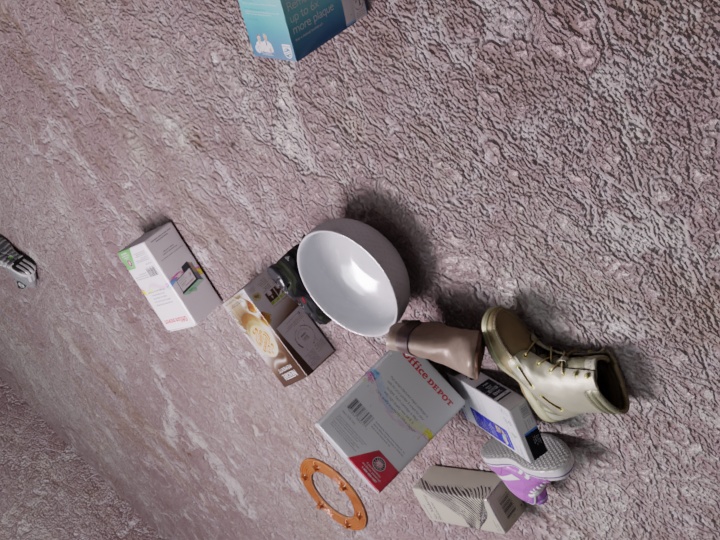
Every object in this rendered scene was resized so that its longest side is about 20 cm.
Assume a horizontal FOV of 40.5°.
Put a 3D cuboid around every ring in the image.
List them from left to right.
[{"bbox_3d":[-0.065,0.504,2.179,0.199,0.019,0.203,31,143,26],"label":"ring"}]

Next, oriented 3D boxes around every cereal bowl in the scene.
[{"bbox_3d":[0.000,0.000,1.528,0.198,0.083,0.202,28,141,25],"label":"cereal bowl"}]

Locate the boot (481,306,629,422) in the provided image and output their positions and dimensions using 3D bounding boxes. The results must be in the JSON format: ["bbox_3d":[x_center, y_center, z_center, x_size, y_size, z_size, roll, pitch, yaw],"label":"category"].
[{"bbox_3d":[0.268,0.123,1.343,0.201,0.072,0.154,53,148,-14],"label":"boot"}]

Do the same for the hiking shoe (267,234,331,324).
[{"bbox_3d":[-0.073,0.019,1.645,0.076,0.101,0.200,42,177,32],"label":"hiking shoe"}]

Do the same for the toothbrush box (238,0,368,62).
[{"bbox_3d":[-0.083,-0.382,1.195,0.084,0.146,0.203,16,133,40],"label":"toothbrush box"}]

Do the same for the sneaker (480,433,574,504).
[{"bbox_3d":[0.283,0.318,1.528,0.115,0.072,0.200,54,158,-13],"label":"sneaker"}]

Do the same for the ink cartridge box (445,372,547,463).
[{"bbox_3d":[0.207,0.214,1.506,0.199,0.039,0.101,26,145,63],"label":"ink cartridge box"}]

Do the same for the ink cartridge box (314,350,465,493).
[{"bbox_3d":[0.045,0.231,1.575,0.146,0.200,0.145,47,171,3],"label":"ink cartridge box"}]

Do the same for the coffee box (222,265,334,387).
[{"bbox_3d":[-0.154,0.107,1.832,0.201,0.080,0.114,53,148,-4],"label":"coffee box"}]

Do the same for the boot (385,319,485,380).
[{"bbox_3d":[0.109,0.111,1.429,0.143,0.072,0.200,9,180,9],"label":"boot"}]

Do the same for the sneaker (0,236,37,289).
[{"bbox_3d":[-0.974,-0.008,2.723,0.198,0.075,0.117,32,146,24],"label":"sneaker"}]

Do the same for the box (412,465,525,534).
[{"bbox_3d":[0.188,0.400,1.719,0.199,0.068,0.083,-10,115,53],"label":"box"}]

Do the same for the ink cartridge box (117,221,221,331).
[{"bbox_3d":[-0.396,0.016,2.031,0.144,0.084,0.202,-13,112,55],"label":"ink cartridge box"}]
